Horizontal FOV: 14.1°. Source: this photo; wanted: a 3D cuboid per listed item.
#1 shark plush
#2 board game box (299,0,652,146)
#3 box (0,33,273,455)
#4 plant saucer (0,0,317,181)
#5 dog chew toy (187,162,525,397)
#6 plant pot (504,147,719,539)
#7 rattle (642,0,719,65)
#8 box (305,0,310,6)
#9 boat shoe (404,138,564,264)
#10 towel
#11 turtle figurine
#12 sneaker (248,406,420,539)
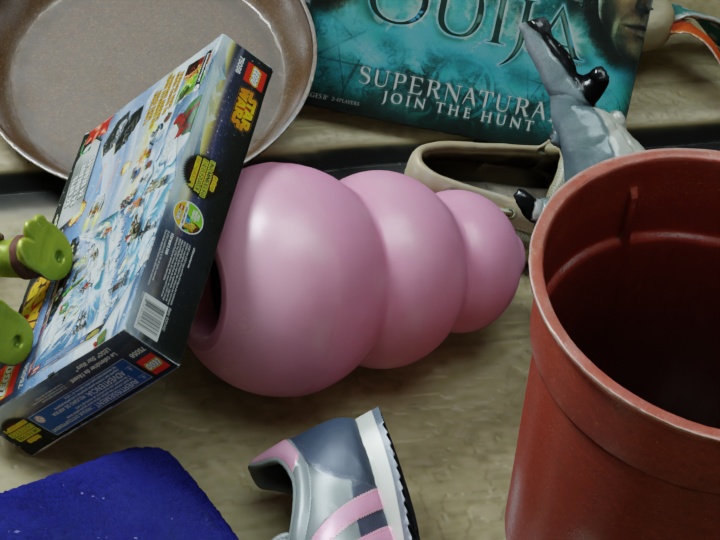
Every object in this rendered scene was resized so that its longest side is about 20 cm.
[{"bbox_3d":[0.125,-0.038,1.601,0.083,0.201,0.091,-16,14,-10],"label":"shark plush"},{"bbox_3d":[0.068,-0.147,1.721,0.199,0.136,0.028,11,15,-2],"label":"board game box"},{"bbox_3d":[-0.121,-0.014,1.517,0.040,0.137,0.201,35,50,-24],"label":"box"},{"bbox_3d":[-0.124,-0.118,1.692,0.199,0.032,0.201,0,54,0],"label":"plant saucer"},{"bbox_3d":[0.000,0.000,1.570,0.199,0.125,0.125,-7,47,-30],"label":"dog chew toy"},{"bbox_3d":[0.163,0.077,1.471,0.200,0.196,0.201,6,45,-6],"label":"plant pot"},{"bbox_3d":[0.158,-0.206,1.800,0.199,0.144,0.130,24,20,22],"label":"rattle"},{"bbox_3d":[0.029,-0.234,1.753,0.160,0.201,0.044,23,16,9],"label":"box"},{"bbox_3d":[0.120,-0.042,1.673,0.199,0.065,0.072,3,45,-11],"label":"boat shoe"},{"bbox_3d":[-0.107,0.182,1.411,0.147,0.050,0.200,-17,53,-32],"label":"towel"},{"bbox_3d":[-0.237,0.014,1.518,0.161,0.065,0.200,7,46,34],"label":"turtle figurine"},{"bbox_3d":[-0.007,0.162,1.451,0.082,0.070,0.201,-14,47,3],"label":"sneaker"}]
